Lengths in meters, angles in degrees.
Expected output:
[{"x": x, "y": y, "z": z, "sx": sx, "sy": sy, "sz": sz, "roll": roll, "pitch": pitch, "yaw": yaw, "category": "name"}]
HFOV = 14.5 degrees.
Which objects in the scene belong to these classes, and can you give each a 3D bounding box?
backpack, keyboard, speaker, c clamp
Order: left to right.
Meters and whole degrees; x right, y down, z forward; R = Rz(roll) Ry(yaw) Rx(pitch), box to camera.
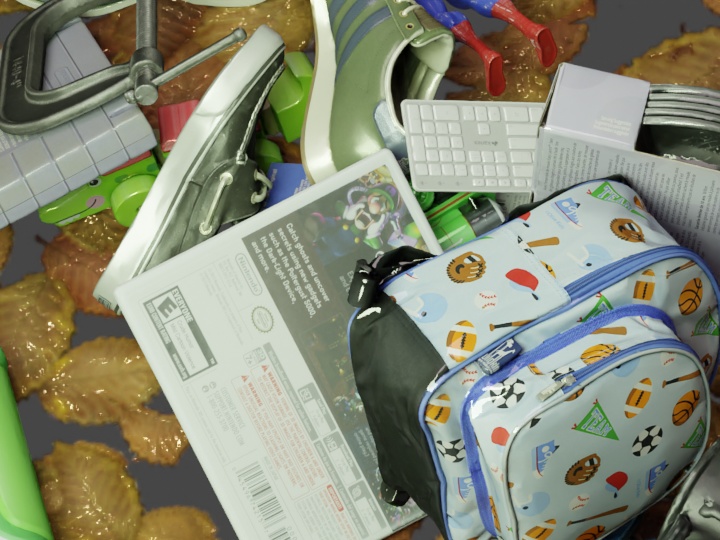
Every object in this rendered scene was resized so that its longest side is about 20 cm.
[{"x": -0.233, "y": 0.123, "z": 1.670, "sx": 0.088, "sy": 0.089, "sz": 0.200, "roll": -21, "pitch": 55, "yaw": 0, "category": "speaker"}, {"x": -0.154, "y": -0.143, "z": 1.775, "sx": 0.171, "sy": 0.027, "sz": 0.200, "roll": -28, "pitch": 30, "yaw": 6, "category": "c clamp"}, {"x": 0.103, "y": 0.050, "z": 1.497, "sx": 0.190, "sy": 0.200, "sz": 0.154, "roll": -37, "pitch": 59, "yaw": -18, "category": "backpack"}, {"x": 0.116, "y": -0.073, "z": 1.682, "sx": 0.200, "sy": 0.011, "sz": 0.056, "roll": 0, "pitch": 78, "yaw": -26, "category": "keyboard"}]

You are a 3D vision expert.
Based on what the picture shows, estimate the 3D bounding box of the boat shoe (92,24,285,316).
[{"x": -0.089, "y": -0.053, "z": 1.727, "sx": 0.064, "sy": 0.071, "sz": 0.200, "roll": 30, "pitch": 101, "yaw": 0, "category": "boat shoe"}]

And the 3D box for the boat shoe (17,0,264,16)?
[{"x": -0.150, "y": -0.214, "z": 1.878, "sx": 0.200, "sy": 0.062, "sz": 0.073, "roll": 2, "pitch": 58, "yaw": 15, "category": "boat shoe"}]

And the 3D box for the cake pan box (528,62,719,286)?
[{"x": 0.186, "y": -0.030, "z": 1.575, "sx": 0.184, "sy": 0.200, "sz": 0.052, "roll": 12, "pitch": 63, "yaw": 8, "category": "cake pan box"}]

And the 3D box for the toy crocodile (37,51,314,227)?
[{"x": -0.115, "y": -0.080, "z": 1.784, "sx": 0.200, "sy": 0.062, "sz": 0.068, "roll": -18, "pitch": 56, "yaw": 3, "category": "toy crocodile"}]

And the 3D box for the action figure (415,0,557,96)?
[{"x": 0.043, "y": -0.180, "z": 1.817, "sx": 0.065, "sy": 0.052, "sz": 0.200, "roll": -34, "pitch": 51, "yaw": -15, "category": "action figure"}]

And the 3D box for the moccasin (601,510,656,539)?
[{"x": 0.146, "y": 0.118, "z": 1.591, "sx": 0.080, "sy": 0.068, "sz": 0.200, "roll": 24, "pitch": 63, "yaw": 26, "category": "moccasin"}]

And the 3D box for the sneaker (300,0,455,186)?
[{"x": 0.019, "y": -0.141, "z": 1.707, "sx": 0.090, "sy": 0.067, "sz": 0.201, "roll": -9, "pitch": 67, "yaw": 29, "category": "sneaker"}]

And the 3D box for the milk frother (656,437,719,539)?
[{"x": 0.230, "y": 0.184, "z": 1.457, "sx": 0.188, "sy": 0.181, "sz": 0.200, "roll": 27, "pitch": 65, "yaw": 28, "category": "milk frother"}]

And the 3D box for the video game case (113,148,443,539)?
[{"x": -0.018, "y": 0.058, "z": 1.635, "sx": 0.182, "sy": 0.023, "sz": 0.200, "roll": -27, "pitch": 89, "yaw": -4, "category": "video game case"}]

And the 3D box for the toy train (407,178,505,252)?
[{"x": 0.000, "y": 0.000, "z": 1.674, "sx": 0.200, "sy": 0.042, "sz": 0.056, "roll": -31, "pitch": 67, "yaw": -7, "category": "toy train"}]

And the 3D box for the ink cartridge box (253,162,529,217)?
[{"x": 0.026, "y": -0.001, "z": 1.712, "sx": 0.200, "sy": 0.042, "sz": 0.120, "roll": 8, "pitch": 61, "yaw": 15, "category": "ink cartridge box"}]

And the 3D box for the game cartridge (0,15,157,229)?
[{"x": -0.210, "y": -0.093, "z": 1.789, "sx": 0.130, "sy": 0.038, "sz": 0.200, "roll": -32, "pitch": 29, "yaw": -2, "category": "game cartridge"}]
